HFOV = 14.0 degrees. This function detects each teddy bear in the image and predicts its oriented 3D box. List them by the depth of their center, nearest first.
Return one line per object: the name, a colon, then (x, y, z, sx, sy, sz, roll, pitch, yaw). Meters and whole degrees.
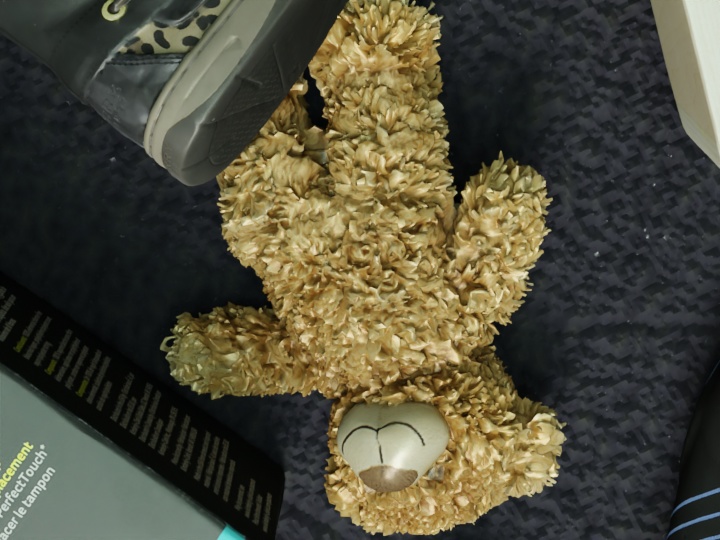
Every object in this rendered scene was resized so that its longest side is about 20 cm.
teddy bear: (0.000, 0.000, 1.022, 0.144, 0.067, 0.201, 0, 99, 2)

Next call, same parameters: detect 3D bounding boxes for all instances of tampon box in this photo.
tampon box: (-0.148, 0.084, 1.006, 0.200, 0.126, 0.150, 36, 97, -5)

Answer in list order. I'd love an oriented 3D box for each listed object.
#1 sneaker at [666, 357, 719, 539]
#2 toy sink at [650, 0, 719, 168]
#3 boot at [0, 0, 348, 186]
sneaker: (0.140, 0.110, 1.032, 0.070, 0.078, 0.201, 14, 96, -3)
toy sink: (0.197, -0.115, 0.972, 0.199, 0.130, 0.112, -14, 99, 3)
boot: (-0.061, -0.141, 0.988, 0.150, 0.073, 0.200, 29, 74, 14)
